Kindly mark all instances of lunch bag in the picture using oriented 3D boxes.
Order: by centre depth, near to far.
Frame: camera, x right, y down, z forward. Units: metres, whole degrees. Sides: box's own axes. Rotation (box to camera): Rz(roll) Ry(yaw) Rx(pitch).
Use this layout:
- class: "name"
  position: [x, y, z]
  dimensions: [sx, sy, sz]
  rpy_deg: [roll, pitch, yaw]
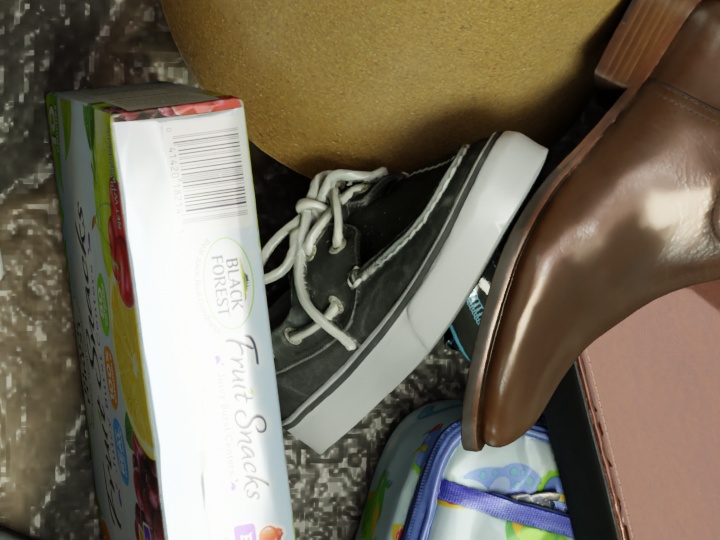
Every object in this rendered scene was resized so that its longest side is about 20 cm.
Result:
- class: "lunch bag"
  position: [0.091, 0.142, 1.089]
  dimensions: [0.199, 0.082, 0.162]
  rpy_deg: [18, 88, -18]

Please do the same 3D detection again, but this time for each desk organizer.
- class: "desk organizer"
  position: [0.117, 0.066, 1.010]
  dimensions: [0.076, 0.072, 0.201]
  rpy_deg: [-14, 92, -10]

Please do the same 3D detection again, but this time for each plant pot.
- class: "plant pot"
  position: [0.039, -0.141, 0.953]
  dimensions: [0.185, 0.200, 0.188]
  rpy_deg: [4, 74, -16]

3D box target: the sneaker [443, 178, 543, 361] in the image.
- class: "sneaker"
  position: [0.075, 0.007, 1.079]
  dimensions: [0.199, 0.073, 0.082]
  rpy_deg: [28, 92, -6]

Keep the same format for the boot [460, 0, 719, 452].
- class: "boot"
  position: [0.152, 0.013, 0.915]
  dimensions: [0.199, 0.064, 0.187]
  rpy_deg: [25, 90, 12]

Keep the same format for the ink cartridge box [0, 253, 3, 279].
- class: "ink cartridge box"
  position: [-0.239, -0.061, 0.974]
  dimensions: [0.199, 0.044, 0.175]
  rpy_deg: [-12, 111, -14]

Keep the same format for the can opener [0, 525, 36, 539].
- class: "can opener"
  position: [-0.205, 0.095, 1.011]
  dimensions: [0.199, 0.066, 0.053]
  rpy_deg: [25, 89, -22]

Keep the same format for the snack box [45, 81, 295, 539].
- class: "snack box"
  position: [-0.069, 0.035, 0.998]
  dimensions: [0.053, 0.142, 0.201]
  rpy_deg: [-8, 98, -14]

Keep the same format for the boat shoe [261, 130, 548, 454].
- class: "boat shoe"
  position: [0.001, -0.002, 0.988]
  dimensions: [0.068, 0.199, 0.074]
  rpy_deg: [35, 60, -4]
